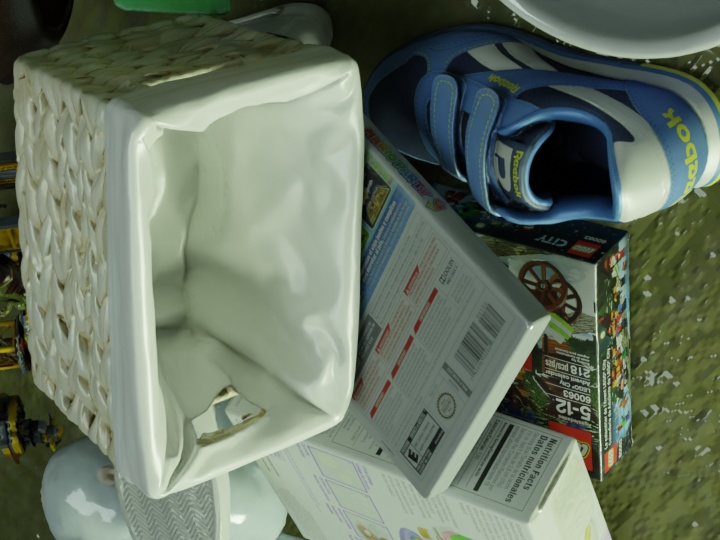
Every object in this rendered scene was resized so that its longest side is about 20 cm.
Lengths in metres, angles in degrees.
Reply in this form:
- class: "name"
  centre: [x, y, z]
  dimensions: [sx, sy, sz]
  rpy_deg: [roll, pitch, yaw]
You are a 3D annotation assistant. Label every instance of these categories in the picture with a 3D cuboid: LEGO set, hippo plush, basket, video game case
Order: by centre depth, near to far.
- class: "basket"
  centre: [-0.088, -0.015, 0.865]
  dimensions: [0.123, 0.135, 0.201]
  rpy_deg: [27, 125, 43]
- class: "video game case"
  centre: [0.000, 0.000, 0.891]
  dimensions: [0.200, 0.018, 0.143]
  rpy_deg: [48, 138, 22]
- class: "LEGO set"
  centre: [-0.201, 0.017, 1.102]
  dimensions: [0.115, 0.200, 0.154]
  rpy_deg: [-6, 138, -1]
- class: "hippo plush"
  centre: [-0.137, 0.149, 1.121]
  dimensions: [0.159, 0.161, 0.200]
  rpy_deg: [-4, 114, 42]

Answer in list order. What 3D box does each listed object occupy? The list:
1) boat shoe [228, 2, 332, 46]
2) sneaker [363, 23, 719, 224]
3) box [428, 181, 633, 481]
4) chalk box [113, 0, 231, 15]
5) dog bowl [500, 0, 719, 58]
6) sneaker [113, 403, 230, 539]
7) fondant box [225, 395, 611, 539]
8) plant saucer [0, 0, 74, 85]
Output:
- class: "boat shoe"
  centre: [-0.089, -0.092, 0.988]
  dimensions: [0.200, 0.065, 0.074]
  rpy_deg: [-15, 127, 39]
- class: "sneaker"
  centre: [0.073, -0.068, 0.852]
  dimensions: [0.200, 0.082, 0.074]
  rpy_deg: [12, 126, 37]
- class: "box"
  centre: [0.052, 0.023, 0.964]
  dimensions: [0.200, 0.038, 0.137]
  rpy_deg: [16, 127, 33]
- class: "chalk box"
  centre: [-0.100, -0.209, 0.845]
  dimensions: [0.124, 0.124, 0.201]
  rpy_deg: [3, 123, 6]
- class: "dog bowl"
  centre: [0.119, -0.194, 0.729]
  dimensions: [0.200, 0.079, 0.201]
  rpy_deg: [22, 131, 28]
- class: "sneaker"
  centre: [-0.092, 0.076, 1.031]
  dimensions: [0.073, 0.116, 0.201]
  rpy_deg: [-4, 100, 27]
- class: "fondant box"
  centre: [0.037, 0.125, 0.996]
  dimensions: [0.200, 0.058, 0.144]
  rpy_deg: [18, 151, 32]
- class: "plant saucer"
  centre: [-0.177, -0.198, 0.924]
  dimensions: [0.032, 0.200, 0.201]
  rpy_deg: [-1, 123, 3]
